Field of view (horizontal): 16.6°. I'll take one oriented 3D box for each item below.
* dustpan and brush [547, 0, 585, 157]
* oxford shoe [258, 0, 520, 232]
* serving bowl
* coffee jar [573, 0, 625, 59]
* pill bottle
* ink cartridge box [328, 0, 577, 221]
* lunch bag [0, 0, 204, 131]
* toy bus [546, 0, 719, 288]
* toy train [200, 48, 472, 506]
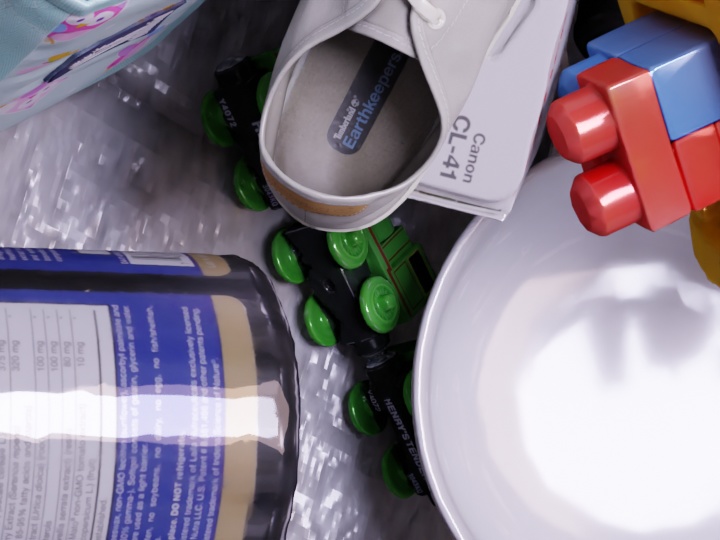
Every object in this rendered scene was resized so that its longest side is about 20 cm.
[{"bbox_3d":[0.112,-0.060,1.052,0.140,0.057,0.200,-44,138,-31],"label":"dustpan and brush"},{"bbox_3d":[0.022,-0.102,0.764,0.058,0.075,0.200,-47,161,-78],"label":"oxford shoe"},{"bbox_3d":[0.113,0.049,0.952,0.199,0.066,0.201,1,83,-8],"label":"serving bowl"},{"bbox_3d":[0.143,-0.168,0.969,0.085,0.104,0.201,13,83,-9],"label":"coffee jar"},{"bbox_3d":[-0.127,0.047,0.758,0.199,0.112,0.112,2,81,-18],"label":"pill bottle"},{"bbox_3d":[0.039,-0.112,0.892,0.200,0.085,0.148,-50,154,-78],"label":"ink cartridge box"},{"bbox_3d":[-0.087,-0.138,0.812,0.122,0.170,0.200,29,65,-20],"label":"lunch bag"},{"bbox_3d":[0.159,-0.050,0.858,0.192,0.136,0.200,-29,112,-12],"label":"toy bus"},{"bbox_3d":[0.000,0.000,0.967,0.056,0.042,0.200,-44,113,-49],"label":"toy train"}]
